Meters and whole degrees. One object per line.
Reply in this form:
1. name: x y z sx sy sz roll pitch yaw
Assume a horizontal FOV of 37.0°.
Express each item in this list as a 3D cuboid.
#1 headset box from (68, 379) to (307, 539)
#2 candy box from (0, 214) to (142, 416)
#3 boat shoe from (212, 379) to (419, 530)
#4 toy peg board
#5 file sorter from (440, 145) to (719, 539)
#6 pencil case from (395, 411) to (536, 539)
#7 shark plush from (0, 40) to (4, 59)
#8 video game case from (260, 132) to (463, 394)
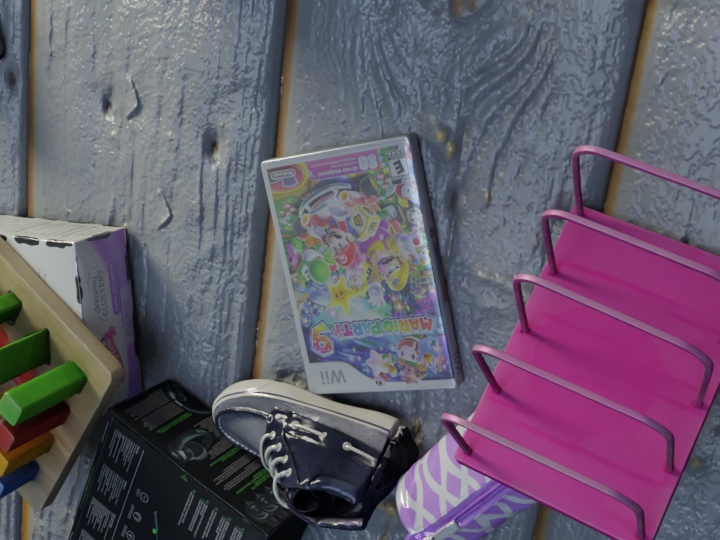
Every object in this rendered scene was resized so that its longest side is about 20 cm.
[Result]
1. headset box: -0.151 0.233 0.981 0.199 0.093 0.176 32 117 19
2. candy box: -0.312 0.039 1.033 0.198 0.071 0.170 6 107 29
3. boat shoe: -0.058 0.153 0.895 0.198 0.093 0.075 5 125 29
4. toy peg board: -0.345 0.103 0.970 0.200 0.098 0.200 43 122 13
5. file sorter: 0.153 0.045 0.671 0.138 0.126 0.202 23 76 22
6. pencil case: 0.107 0.144 0.808 0.084 0.085 0.200 46 121 3
7. shark plush: -0.383 -0.265 0.979 0.090 0.083 0.202 21 114 24
8. video game case: 0.000 0.000 0.869 0.142 0.018 0.203 -6 101 31
